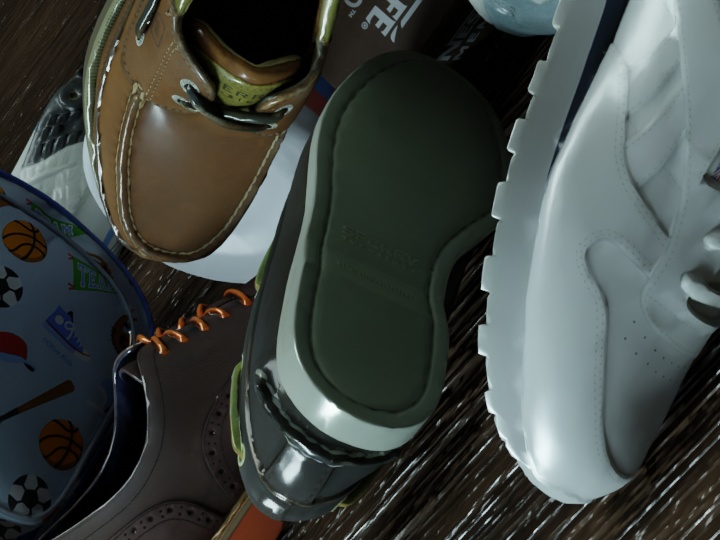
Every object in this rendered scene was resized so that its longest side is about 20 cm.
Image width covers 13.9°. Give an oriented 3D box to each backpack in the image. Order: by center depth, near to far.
[{"bbox_3d":[-0.183,0.043,1.271,0.154,0.200,0.191,-36,19,43],"label":"backpack"}]

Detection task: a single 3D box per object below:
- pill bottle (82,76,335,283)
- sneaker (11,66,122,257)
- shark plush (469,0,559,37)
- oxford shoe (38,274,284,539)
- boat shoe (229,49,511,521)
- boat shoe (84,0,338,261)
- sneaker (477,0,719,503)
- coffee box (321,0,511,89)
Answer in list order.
[{"bbox_3d":[-0.034,-0.102,1.195,0.112,0.112,0.201,-42,24,46],"label":"pill bottle"},{"bbox_3d":[-0.145,-0.035,1.522,0.200,0.072,0.073,-56,-15,-19],"label":"sneaker"},{"bbox_3d":[0.088,-0.099,0.872,0.199,0.083,0.091,2,48,48],"label":"shark plush"},{"bbox_3d":[-0.041,0.032,1.035,0.201,0.072,0.071,-62,15,-13],"label":"oxford shoe"},{"bbox_3d":[0.000,0.000,0.968,0.061,0.072,0.202,-55,10,36],"label":"boat shoe"},{"bbox_3d":[-0.049,-0.079,1.007,0.068,0.072,0.201,-109,28,-53],"label":"boat shoe"},{"bbox_3d":[0.089,-0.034,0.759,0.076,0.080,0.201,16,-91,-68],"label":"sneaker"},{"bbox_3d":[-0.018,-0.163,1.088,0.115,0.200,0.080,-53,-16,21],"label":"coffee box"}]
